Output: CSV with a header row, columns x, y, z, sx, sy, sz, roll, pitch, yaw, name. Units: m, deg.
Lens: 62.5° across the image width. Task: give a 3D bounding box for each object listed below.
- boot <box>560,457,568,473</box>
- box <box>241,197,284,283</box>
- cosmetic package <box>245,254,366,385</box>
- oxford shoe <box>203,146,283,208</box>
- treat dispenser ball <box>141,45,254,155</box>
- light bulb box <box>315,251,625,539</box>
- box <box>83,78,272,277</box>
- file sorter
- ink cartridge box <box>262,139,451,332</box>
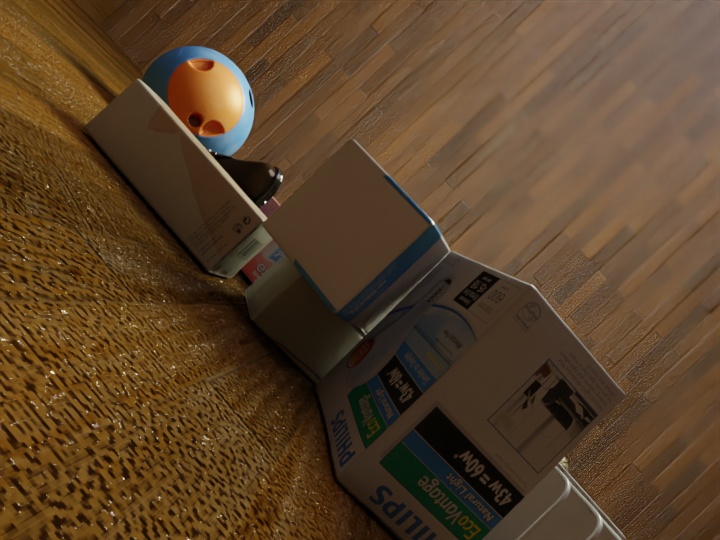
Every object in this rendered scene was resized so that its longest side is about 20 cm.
x,y,z,sx,sy,sz,roll,pitch,yaw,name
0.207,0.249,0.820,0.073,0.154,0.202,-37,-118,50,boot
-0.090,0.003,0.799,0.200,0.095,0.103,48,-3,8,box
-0.033,0.082,0.663,0.200,0.073,0.104,48,0,-20,cosmetic package
-0.177,-0.111,0.719,0.199,0.073,0.084,4,-32,38,oxford shoe
-0.290,-0.291,1.053,0.201,0.201,0.201,48,-1,1,treat dispenser ball
0.076,0.106,0.523,0.125,0.200,0.198,46,-1,-13,light bulb box
-0.186,-0.093,0.632,0.200,0.078,0.095,48,-1,4,box
0.187,0.282,0.627,0.200,0.139,0.125,48,2,-2,file sorter
0.014,-0.018,0.642,0.129,0.125,0.200,49,3,24,ink cartridge box
